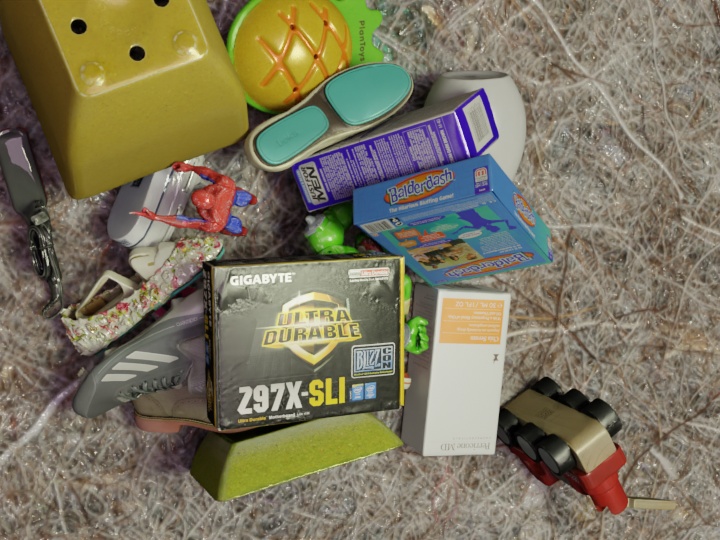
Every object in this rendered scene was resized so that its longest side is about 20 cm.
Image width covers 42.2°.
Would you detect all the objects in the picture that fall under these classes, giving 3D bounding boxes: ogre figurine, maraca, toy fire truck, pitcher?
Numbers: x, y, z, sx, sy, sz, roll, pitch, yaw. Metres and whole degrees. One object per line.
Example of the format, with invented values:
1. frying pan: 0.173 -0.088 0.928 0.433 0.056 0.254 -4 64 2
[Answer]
1. ogre figurine: 0.000 0.000 1.035 0.120 0.098 0.201 -5 89 -50
2. maraca: -0.057 -0.242 1.015 0.199 0.107 0.138 -18 121 -31
3. toy fire truck: 0.283 0.242 1.161 0.128 0.176 0.200 -34 107 -14
4. pitcher: 0.107 -0.127 1.090 0.171 0.121 0.201 -4 110 -9

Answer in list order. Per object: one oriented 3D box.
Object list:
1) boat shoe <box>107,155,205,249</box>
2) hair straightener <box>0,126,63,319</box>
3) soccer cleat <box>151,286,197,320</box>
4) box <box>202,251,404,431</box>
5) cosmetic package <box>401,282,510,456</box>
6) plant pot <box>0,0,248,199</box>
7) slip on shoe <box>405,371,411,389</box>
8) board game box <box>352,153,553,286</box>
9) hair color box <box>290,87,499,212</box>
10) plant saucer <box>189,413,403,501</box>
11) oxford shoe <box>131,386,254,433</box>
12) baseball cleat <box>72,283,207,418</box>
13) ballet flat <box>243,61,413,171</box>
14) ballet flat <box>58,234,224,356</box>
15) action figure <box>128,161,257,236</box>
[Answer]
1. boat shoe: -0.203 -0.112 1.001 0.065 0.073 0.201 33 80 -47
2. hair straightener: -0.335 -0.045 0.947 0.041 0.077 0.201 -10 101 -15
3. soccer cleat: -0.149 0.084 1.039 0.199 0.070 0.086 23 129 -6
4. box: -0.054 0.066 0.927 0.199 0.049 0.160 -3 99 -23
5. cosmetic package: 0.115 0.119 1.140 0.101 0.071 0.201 2 96 -21
6. plant pot: -0.215 -0.202 0.856 0.195 0.200 0.195 -23 90 -14
7. slip on shoe: -0.015 0.076 1.088 0.200 0.074 0.061 37 80 -16
8. board game box: 0.103 -0.046 0.995 0.200 0.152 0.045 37 46 -56
9. hair color box: 0.037 -0.129 1.003 0.109 0.199 0.065 -44 118 -57
10. plant saucer: -0.081 0.183 1.010 0.199 0.200 0.048 -14 91 -19
11. oxford shoe: -0.157 0.127 0.997 0.199 0.071 0.074 -7 114 8
12. baseball cleat: -0.203 0.104 0.949 0.200 0.070 0.107 -42 70 7
13. ballet flat: -0.037 -0.161 0.987 0.199 0.069 0.070 -28 105 -18
14. ballet flat: -0.233 0.017 0.967 0.200 0.076 0.064 -37 114 10
15. action figure: -0.167 -0.072 0.953 0.099 0.200 0.066 16 90 -1
